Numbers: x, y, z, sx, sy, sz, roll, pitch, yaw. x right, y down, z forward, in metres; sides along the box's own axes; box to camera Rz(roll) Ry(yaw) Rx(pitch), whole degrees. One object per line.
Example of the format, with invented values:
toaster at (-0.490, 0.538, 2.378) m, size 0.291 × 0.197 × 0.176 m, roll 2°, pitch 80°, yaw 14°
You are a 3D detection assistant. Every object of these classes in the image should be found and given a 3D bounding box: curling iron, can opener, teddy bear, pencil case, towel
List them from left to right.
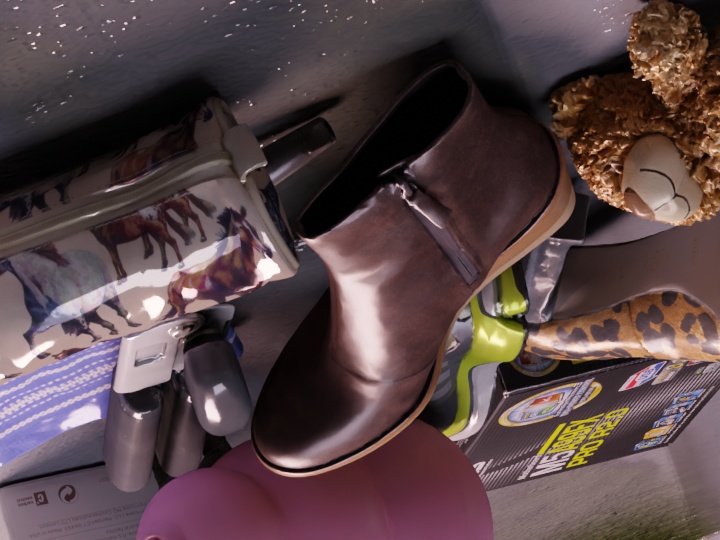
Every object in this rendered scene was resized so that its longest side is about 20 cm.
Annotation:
pencil case at (-0.122, -0.003, 1.173) m, size 0.200 × 0.078 × 0.089 m, roll -21°, pitch 166°, yaw 8°
towel at (-0.140, 0.039, 1.365) m, size 0.145 × 0.024 × 0.200 m, roll -21°, pitch 161°, yaw 5°
curling iron at (-0.099, -0.012, 1.238) m, size 0.200 × 0.026 × 0.050 m, roll -25°, pitch 140°, yaw 11°
can opener at (-0.087, 0.070, 1.376) m, size 0.053 × 0.067 × 0.200 m, roll -16°, pitch 159°, yaw -14°
teddy bear at (0.175, -0.073, 1.243) m, size 0.200 × 0.067 × 0.145 m, roll -17°, pitch 151°, yaw 18°

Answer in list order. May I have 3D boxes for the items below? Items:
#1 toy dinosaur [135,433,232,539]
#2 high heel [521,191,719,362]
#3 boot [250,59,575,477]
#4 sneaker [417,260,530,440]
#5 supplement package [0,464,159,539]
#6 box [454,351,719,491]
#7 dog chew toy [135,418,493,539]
toy dinosaur at (-0.064, 0.128, 1.567) m, size 0.077 × 0.102 × 0.200 m, roll -29°, pitch 158°, yaw 29°
high heel at (0.166, 0.026, 1.451) m, size 0.200 × 0.071 × 0.143 m, roll 19°, pitch 155°, yaw 4°
boot at (0.000, 0.000, 1.265) m, size 0.200 × 0.072 × 0.166 m, roll -45°, pitch 155°, yaw 6°
sneaker at (0.028, 0.031, 1.457) m, size 0.081 × 0.074 × 0.200 m, roll 0°, pitch 156°, yaw -8°
supplement package at (-0.129, 0.218, 1.605) m, size 0.117 × 0.200 × 0.117 m, roll -11°, pitch 161°, yaw -23°
box at (0.126, 0.067, 1.667) m, size 0.160 × 0.044 × 0.200 m, roll -13°, pitch 161°, yaw -17°
dog chew toy at (-0.028, 0.132, 1.428) m, size 0.200 × 0.125 × 0.124 m, roll -1°, pitch 155°, yaw -47°
